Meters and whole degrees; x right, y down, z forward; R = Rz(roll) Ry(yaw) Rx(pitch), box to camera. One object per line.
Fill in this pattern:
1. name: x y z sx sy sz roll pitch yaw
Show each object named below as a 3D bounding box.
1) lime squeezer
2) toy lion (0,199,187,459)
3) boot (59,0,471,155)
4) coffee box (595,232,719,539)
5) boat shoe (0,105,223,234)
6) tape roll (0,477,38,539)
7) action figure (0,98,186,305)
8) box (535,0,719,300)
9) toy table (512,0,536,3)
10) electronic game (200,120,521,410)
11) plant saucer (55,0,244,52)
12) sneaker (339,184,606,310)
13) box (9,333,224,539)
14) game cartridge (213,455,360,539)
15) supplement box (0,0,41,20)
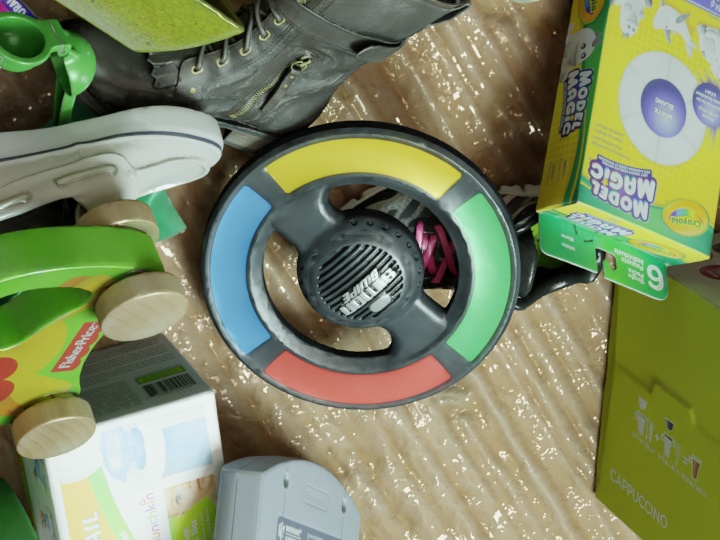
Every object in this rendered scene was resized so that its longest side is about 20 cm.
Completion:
1. lime squeezer: -0.184 -0.110 1.062 0.070 0.038 0.200 -19 161 18
2. toy lion: -0.216 0.045 1.070 0.191 0.069 0.200 -2 147 -37
3. boot: -0.058 -0.145 1.150 0.199 0.070 0.174 11 144 -37
4. coffee box: 0.295 0.097 1.376 0.197 0.200 0.201 -5 111 -22
5. boat shoe: -0.159 -0.043 1.107 0.199 0.072 0.066 -9 70 -38
6. tape roll: -0.204 0.225 1.193 0.048 0.200 0.202 -18 115 -19
7. action figure: -0.212 -0.011 1.188 0.200 0.055 0.118 -39 122 -12
8. box: 0.180 -0.090 1.295 0.117 0.048 0.201 20 74 -29
9. toy table: 0.044 -0.238 1.162 0.199 0.184 0.118 16 85 -16
10. electronic game: 0.000 0.000 1.244 0.199 0.042 0.201 0 119 0
11. plant saucer: -0.172 -0.191 1.060 0.199 0.200 0.048 32 102 -30
12. sneaker: 0.074 -0.015 1.298 0.199 0.087 0.074 -3 110 -23
13. box: -0.144 0.159 1.254 0.112 0.101 0.201 -16 114 -19
14. game cartridge: -0.047 0.186 1.266 0.200 0.041 0.134 40 57 -68
15. supplement box: -0.286 -0.111 1.091 0.200 0.103 0.101 -44 121 -2
